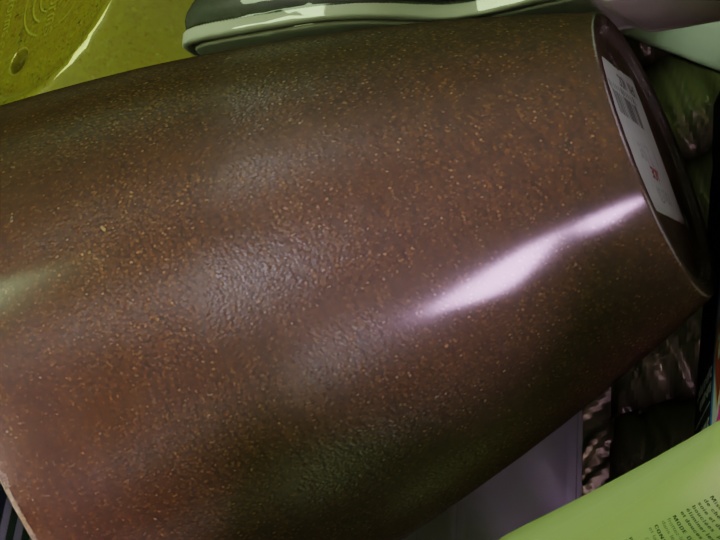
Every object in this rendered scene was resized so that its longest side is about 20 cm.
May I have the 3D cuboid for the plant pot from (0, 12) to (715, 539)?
[{"bbox_3d":[0.000,0.000,0.895,0.200,0.187,0.187,-23,53,16],"label":"plant pot"}]

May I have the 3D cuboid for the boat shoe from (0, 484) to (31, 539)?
[{"bbox_3d":[-0.139,0.136,0.995,0.067,0.073,0.200,144,131,-58],"label":"boat shoe"}]

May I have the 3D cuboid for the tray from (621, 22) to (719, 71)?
[{"bbox_3d":[0.092,-0.131,1.004,0.200,0.022,0.108,30,144,55],"label":"tray"}]

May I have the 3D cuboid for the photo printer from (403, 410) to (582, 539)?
[{"bbox_3d":[0.005,0.139,1.000,0.166,0.069,0.200,-23,57,48],"label":"photo printer"}]

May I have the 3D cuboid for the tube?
[{"bbox_3d":[0.096,0.074,0.791,0.200,0.058,0.052,-36,63,60],"label":"tube"}]

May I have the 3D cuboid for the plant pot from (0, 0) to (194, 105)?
[{"bbox_3d":[-0.066,-0.072,1.100,0.200,0.142,0.200,-32,43,35],"label":"plant pot"}]

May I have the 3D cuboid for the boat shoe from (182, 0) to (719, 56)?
[{"bbox_3d":[0.039,-0.101,0.919,0.200,0.067,0.057,-6,76,20],"label":"boat shoe"}]

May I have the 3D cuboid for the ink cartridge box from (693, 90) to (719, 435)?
[{"bbox_3d":[0.124,0.026,0.878,0.095,0.037,0.200,99,175,-72],"label":"ink cartridge box"}]
